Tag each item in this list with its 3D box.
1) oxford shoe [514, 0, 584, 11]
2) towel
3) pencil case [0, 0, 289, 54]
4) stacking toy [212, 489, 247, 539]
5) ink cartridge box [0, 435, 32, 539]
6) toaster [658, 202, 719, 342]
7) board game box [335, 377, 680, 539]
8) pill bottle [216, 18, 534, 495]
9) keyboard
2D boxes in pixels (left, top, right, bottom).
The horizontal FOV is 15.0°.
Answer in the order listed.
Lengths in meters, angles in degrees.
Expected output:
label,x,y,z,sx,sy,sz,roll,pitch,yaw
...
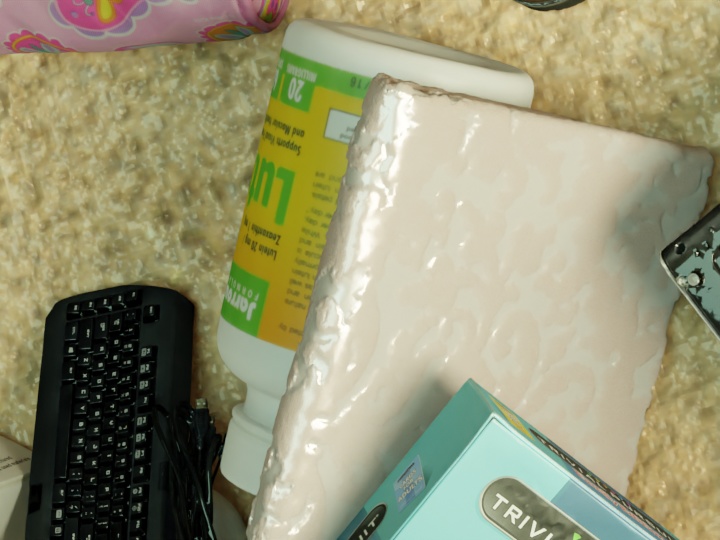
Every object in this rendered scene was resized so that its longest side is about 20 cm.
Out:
label,x,y,z,sx,sy,sz,roll,pitch,yaw
oxford shoe,0.130,-0.179,1.146,0.200,0.084,0.073,-41,79,15
towel,0.052,0.028,1.142,0.032,0.190,0.201,25,103,49
pencil case,-0.127,-0.142,1.237,0.199,0.087,0.088,-4,92,19
stacking toy,-0.057,0.193,1.230,0.145,0.146,0.201,-16,70,19
ink cartridge box,-0.265,0.121,1.299,0.199,0.084,0.145,24,102,16
toaster,0.249,0.001,1.098,0.200,0.119,0.181,-40,82,17
board game box,0.041,0.168,1.107,0.151,0.047,0.200,38,96,-18
pill bottle,0.000,0.000,1.186,0.110,0.111,0.201,16,98,17
keyboard,-0.108,0.092,1.221,0.103,0.040,0.201,-9,62,18
